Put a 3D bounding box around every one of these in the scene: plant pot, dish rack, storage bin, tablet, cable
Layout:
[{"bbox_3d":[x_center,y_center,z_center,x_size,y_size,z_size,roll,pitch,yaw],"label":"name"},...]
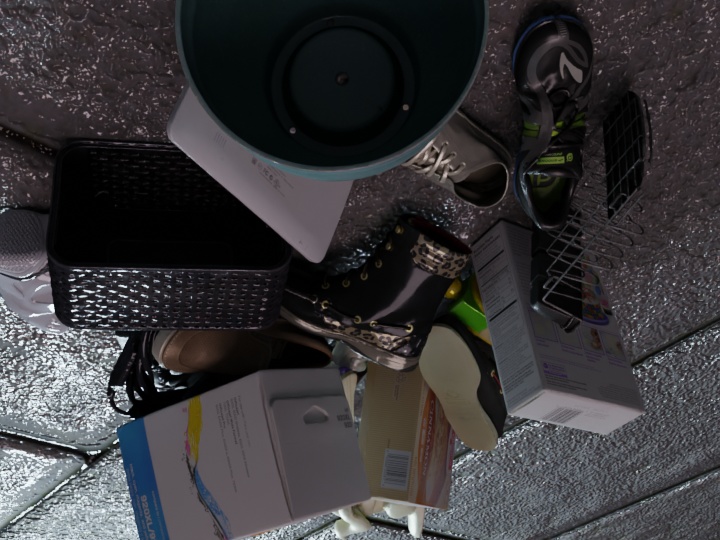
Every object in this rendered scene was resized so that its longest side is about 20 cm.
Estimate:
[{"bbox_3d":[-0.016,-0.150,0.614,0.197,0.203,0.134,-9,171,1],"label":"plant pot"},{"bbox_3d":[0.217,-0.058,0.810,0.054,0.155,0.201,19,138,-10],"label":"dish rack"},{"bbox_3d":[-0.165,-0.029,0.771,0.197,0.137,0.094,1,144,-13],"label":"storage bin"},{"bbox_3d":[-0.065,-0.107,0.703,0.014,0.132,0.200,5,156,36],"label":"tablet"},{"bbox_3d":[-0.168,0.082,0.930,0.162,0.051,0.201,12,118,-39],"label":"cable"}]

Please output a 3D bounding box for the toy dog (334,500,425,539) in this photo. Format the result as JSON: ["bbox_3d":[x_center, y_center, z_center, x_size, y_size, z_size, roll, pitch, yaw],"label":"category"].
[{"bbox_3d":[-0.011,0.298,1.262,0.197,0.140,0.196,-2,131,-10],"label":"toy dog"}]

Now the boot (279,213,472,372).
[{"bbox_3d":[0.001,0.000,0.910,0.202,0.074,0.155,27,113,-6],"label":"boot"}]

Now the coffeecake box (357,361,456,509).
[{"bbox_3d":[0.061,0.209,1.087,0.072,0.156,0.200,3,164,20],"label":"coffeecake box"}]

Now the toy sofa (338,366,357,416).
[{"bbox_3d":[-0.064,0.186,1.075,0.097,0.083,0.202,-25,133,-26],"label":"toy sofa"}]

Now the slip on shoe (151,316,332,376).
[{"bbox_3d":[-0.114,0.080,0.897,0.199,0.061,0.077,6,119,-45],"label":"slip on shoe"}]

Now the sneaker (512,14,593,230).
[{"bbox_3d":[0.168,-0.121,0.750,0.070,0.083,0.201,-7,130,-2],"label":"sneaker"}]

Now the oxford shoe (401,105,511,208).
[{"bbox_3d":[0.065,-0.110,0.779,0.199,0.058,0.075,23,136,-35],"label":"oxford shoe"}]

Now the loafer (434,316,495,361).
[{"bbox_3d":[0.141,0.123,1.104,0.199,0.070,0.070,26,132,-38],"label":"loafer"}]

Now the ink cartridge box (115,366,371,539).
[{"bbox_3d":[-0.118,0.197,0.906,0.198,0.146,0.147,-24,165,29],"label":"ink cartridge box"}]

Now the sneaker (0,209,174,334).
[{"bbox_3d":[-0.263,0.004,0.855,0.197,0.076,0.115,6,143,-11],"label":"sneaker"}]

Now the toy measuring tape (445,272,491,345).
[{"bbox_3d":[0.168,0.055,1.000,0.199,0.074,0.073,32,131,-21],"label":"toy measuring tape"}]

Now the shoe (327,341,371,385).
[{"bbox_3d":[-0.009,0.115,1.077,0.069,0.054,0.200,14,139,-28],"label":"shoe"}]

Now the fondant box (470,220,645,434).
[{"bbox_3d":[0.202,0.059,0.917,0.143,0.202,0.058,16,140,-31],"label":"fondant box"}]

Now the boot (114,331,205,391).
[{"bbox_3d":[-0.183,0.101,1.022,0.163,0.066,0.202,-17,135,-12],"label":"boot"}]

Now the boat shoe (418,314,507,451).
[{"bbox_3d":[0.121,0.121,1.008,0.073,0.063,0.203,3,135,34],"label":"boat shoe"}]
